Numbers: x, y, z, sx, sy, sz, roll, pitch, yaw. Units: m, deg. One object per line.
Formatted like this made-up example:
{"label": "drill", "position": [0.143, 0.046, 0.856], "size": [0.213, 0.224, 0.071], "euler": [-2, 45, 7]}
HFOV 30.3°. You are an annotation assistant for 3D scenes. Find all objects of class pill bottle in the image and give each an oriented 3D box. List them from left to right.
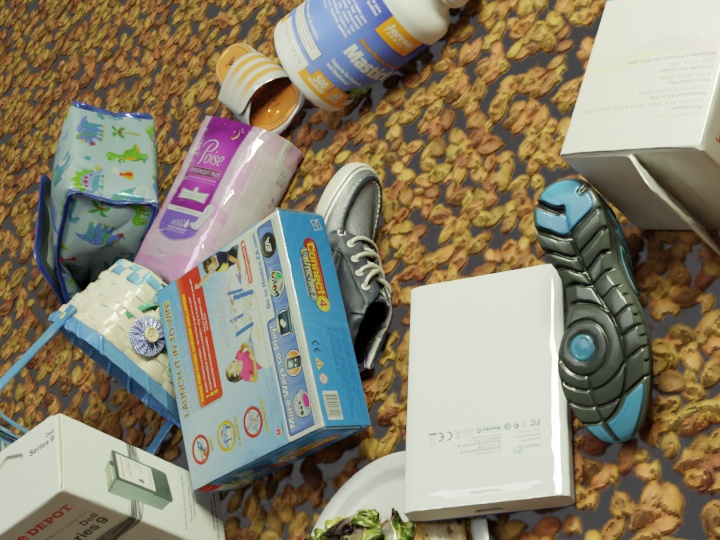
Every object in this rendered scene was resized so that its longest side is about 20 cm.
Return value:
{"label": "pill bottle", "position": [0.019, -0.257, 1.336], "size": [0.199, 0.112, 0.113], "euler": [-32, 45, 27]}

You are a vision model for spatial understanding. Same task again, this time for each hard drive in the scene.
{"label": "hard drive", "position": [0.101, 0.095, 1.056], "size": [0.131, 0.025, 0.201], "euler": [-10, 55, 20]}

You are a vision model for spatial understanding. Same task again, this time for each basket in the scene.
{"label": "basket", "position": [-0.244, 0.101, 1.317], "size": [0.200, 0.176, 0.139], "euler": [-53, 30, -9]}

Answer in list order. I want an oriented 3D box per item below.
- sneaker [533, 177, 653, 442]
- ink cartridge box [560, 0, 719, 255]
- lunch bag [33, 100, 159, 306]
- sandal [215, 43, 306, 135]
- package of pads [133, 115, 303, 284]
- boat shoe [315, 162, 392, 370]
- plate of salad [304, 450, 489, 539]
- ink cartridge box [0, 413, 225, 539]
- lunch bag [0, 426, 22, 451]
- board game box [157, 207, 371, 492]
{"label": "sneaker", "position": [0.189, 0.030, 1.008], "size": [0.073, 0.082, 0.202], "euler": [-15, 74, 30]}
{"label": "ink cartridge box", "position": [0.249, -0.123, 0.998], "size": [0.125, 0.128, 0.201], "euler": [2, 66, 46]}
{"label": "lunch bag", "position": [-0.306, -0.063, 1.526], "size": [0.171, 0.126, 0.201], "euler": [-99, 24, -45]}
{"label": "sandal", "position": [-0.133, -0.213, 1.502], "size": [0.079, 0.059, 0.207], "euler": [-52, 40, 6]}
{"label": "package of pads", "position": [-0.153, -0.060, 1.409], "size": [0.120, 0.076, 0.201], "euler": [17, 77, 47]}
{"label": "boat shoe", "position": [0.000, 0.000, 1.223], "size": [0.092, 0.074, 0.201], "euler": [9, 81, 44]}
{"label": "plate of salad", "position": [0.016, 0.236, 1.060], "size": [0.199, 0.048, 0.201], "euler": [-25, 50, 33]}
{"label": "ink cartridge box", "position": [-0.244, 0.229, 1.210], "size": [0.146, 0.200, 0.084], "euler": [-36, 45, 24]}
{"label": "lunch bag", "position": [-0.394, 0.188, 1.361], "size": [0.200, 0.150, 0.094], "euler": [31, 87, 50]}
{"label": "board game box", "position": [-0.093, 0.076, 1.199], "size": [0.195, 0.056, 0.201], "euler": [-30, 65, 42]}
